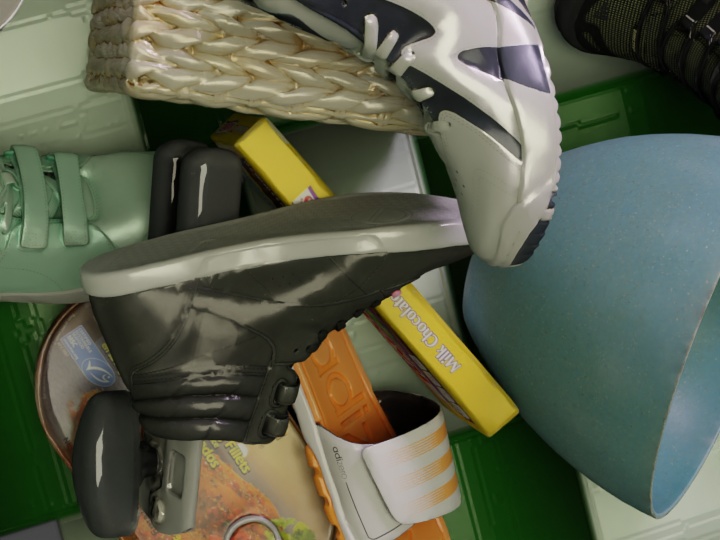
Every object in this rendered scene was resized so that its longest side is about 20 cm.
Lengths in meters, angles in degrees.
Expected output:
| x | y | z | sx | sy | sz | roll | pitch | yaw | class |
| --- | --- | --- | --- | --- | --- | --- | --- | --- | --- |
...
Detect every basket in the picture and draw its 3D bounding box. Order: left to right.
| x | y | z | sx | sy | sz | roll | pitch | yaw | class |
| --- | --- | --- | --- | --- | --- | --- | --- | --- | --- |
| -0.031 | -0.154 | 0.916 | 0.199 | 0.198 | 0.162 | 7 | 95 | -15 | basket |

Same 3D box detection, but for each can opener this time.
| x | y | z | sx | sy | sz | roll | pitch | yaw | class |
| --- | --- | --- | --- | --- | --- | --- | --- | --- | --- |
| -0.102 | 0.037 | 0.933 | 0.067 | 0.053 | 0.201 | -3 | 103 | -36 | can opener |

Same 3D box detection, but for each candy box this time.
| x | y | z | sx | sy | sz | roll | pitch | yaw | class |
| --- | --- | --- | --- | --- | --- | --- | --- | --- | --- |
| 0.000 | 0.000 | 0.984 | 0.026 | 0.102 | 0.200 | -41 | 102 | -3 | candy box |

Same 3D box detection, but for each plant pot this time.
| x | y | z | sx | sy | sz | roll | pitch | yaw | class |
| --- | --- | --- | --- | --- | --- | --- | --- | --- | --- |
| 0.133 | 0.012 | 0.990 | 0.134 | 0.200 | 0.201 | 22 | 89 | 20 | plant pot |

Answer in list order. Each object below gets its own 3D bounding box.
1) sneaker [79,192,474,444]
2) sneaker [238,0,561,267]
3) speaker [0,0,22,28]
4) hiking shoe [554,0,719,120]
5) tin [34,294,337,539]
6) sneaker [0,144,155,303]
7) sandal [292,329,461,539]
| x | y | z | sx | sy | sz | roll | pitch | yaw | class |
| --- | --- | --- | --- | --- | --- | --- | --- | --- | --- |
| -0.027 | 0.024 | 0.899 | 0.199 | 0.071 | 0.100 | -12 | 106 | -9 | sneaker |
| 0.009 | -0.095 | 0.797 | 0.129 | 0.079 | 0.200 | -8 | 102 | -10 | sneaker |
| -0.196 | -0.138 | 0.873 | 0.081 | 0.200 | 0.082 | -1 | 95 | -13 | speaker |
| 0.193 | -0.120 | 0.991 | 0.199 | 0.101 | 0.076 | 7 | 135 | 19 | hiking shoe |
| -0.092 | 0.094 | 1.002 | 0.112 | 0.042 | 0.200 | -34 | 101 | -5 | tin |
| -0.169 | -0.038 | 0.924 | 0.200 | 0.118 | 0.074 | -13 | 61 | -12 | sneaker |
| 0.007 | 0.080 | 0.997 | 0.079 | 0.059 | 0.207 | -39 | 106 | -53 | sandal |
